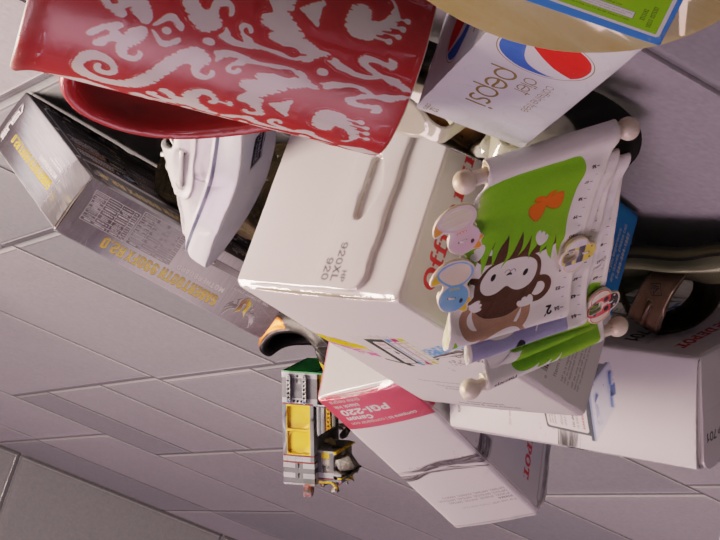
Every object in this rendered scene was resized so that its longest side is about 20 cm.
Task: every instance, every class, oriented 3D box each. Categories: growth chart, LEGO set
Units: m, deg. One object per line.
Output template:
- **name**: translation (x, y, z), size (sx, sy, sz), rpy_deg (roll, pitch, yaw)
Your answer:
- **growth chart**: translation (0.102, -0.005, 1.185), size (0.018, 0.144, 0.200), rpy_deg (48, 154, 37)
- **LEGO set**: translation (0.015, 0.132, 1.747), size (0.153, 0.116, 0.200), rpy_deg (1, -171, 12)

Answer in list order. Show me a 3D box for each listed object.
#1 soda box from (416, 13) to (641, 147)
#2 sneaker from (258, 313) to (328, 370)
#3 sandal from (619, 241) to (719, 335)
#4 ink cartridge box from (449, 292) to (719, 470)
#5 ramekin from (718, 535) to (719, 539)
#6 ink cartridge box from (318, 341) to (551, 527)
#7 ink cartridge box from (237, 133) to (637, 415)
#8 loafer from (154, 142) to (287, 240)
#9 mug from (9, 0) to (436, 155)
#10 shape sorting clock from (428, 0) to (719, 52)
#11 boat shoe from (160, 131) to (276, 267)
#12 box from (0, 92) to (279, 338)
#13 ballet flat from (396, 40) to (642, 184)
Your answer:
- **soda box**: translation (0.093, -0.126, 1.036), size (0.068, 0.064, 0.200), rpy_deg (21, 165, -9)
- **sneaker**: translation (0.006, 0.049, 1.667), size (0.200, 0.090, 0.070), rpy_deg (9, 162, 29)
- **sandal**: translation (0.211, 0.014, 1.354), size (0.080, 0.058, 0.201), rpy_deg (7, 173, -41)
- **ink cartridge box**: translation (0.184, 0.071, 1.448), size (0.199, 0.086, 0.146), rpy_deg (5, -165, 35)
- **ramekin**: translation (0.425, 0.224, 1.788), size (0.202, 0.095, 0.202), rpy_deg (17, 164, 5)
- **ink cartridge box**: translation (0.064, 0.083, 1.542), size (0.085, 0.146, 0.200), rpy_deg (-16, 137, 33)
- **ink cartridge box**: translation (0.053, -0.013, 1.306), size (0.144, 0.148, 0.200), rpy_deg (3, 158, 43)
- **loafer**: translation (-0.056, -0.052, 1.442), size (0.200, 0.076, 0.067), rpy_deg (22, 175, 36)
- **mug**: translation (-0.072, -0.139, 1.082), size (0.199, 0.134, 0.178), rpy_deg (16, 173, -9)
- **shape sorting clock**: translation (0.086, -0.170, 0.862), size (0.199, 0.039, 0.200), rpy_deg (12, 146, 9)
- **boat shoe**: translation (-0.097, -0.083, 1.335), size (0.065, 0.074, 0.200), rpy_deg (30, 138, 10)
- **box**: translation (-0.161, -0.040, 1.505), size (0.200, 0.048, 0.158), rpy_deg (30, -169, -37)
- **ballet flat**: translation (0.065, -0.085, 1.168), size (0.199, 0.068, 0.068), rpy_deg (18, 128, -3)
